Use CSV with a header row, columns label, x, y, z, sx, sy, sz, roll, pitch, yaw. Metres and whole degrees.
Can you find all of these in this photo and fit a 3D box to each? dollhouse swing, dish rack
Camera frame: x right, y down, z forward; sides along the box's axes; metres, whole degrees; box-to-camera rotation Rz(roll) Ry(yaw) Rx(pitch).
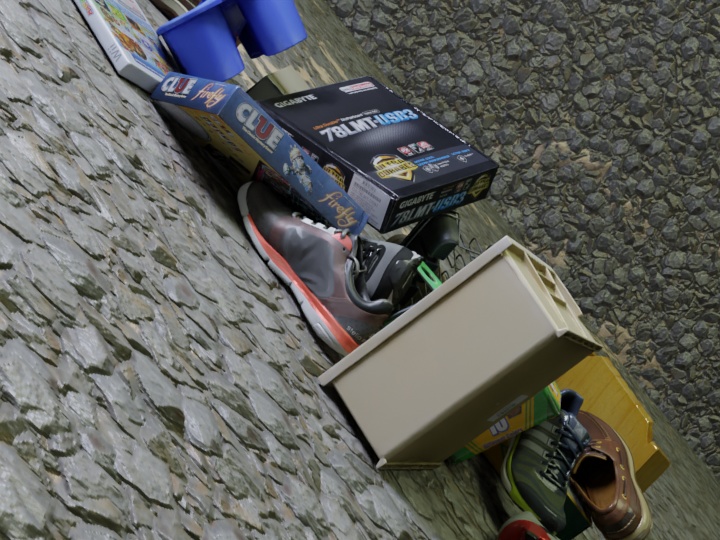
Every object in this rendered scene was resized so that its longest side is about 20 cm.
label,x,y,z,sx,sy,sz,roll,pitch,yaw
dollhouse swing,0.380,0.240,1.872,0.175,0.182,0.201,11,37,-42
dish rack,0.121,0.028,1.405,0.198,0.154,0.055,22,37,-27

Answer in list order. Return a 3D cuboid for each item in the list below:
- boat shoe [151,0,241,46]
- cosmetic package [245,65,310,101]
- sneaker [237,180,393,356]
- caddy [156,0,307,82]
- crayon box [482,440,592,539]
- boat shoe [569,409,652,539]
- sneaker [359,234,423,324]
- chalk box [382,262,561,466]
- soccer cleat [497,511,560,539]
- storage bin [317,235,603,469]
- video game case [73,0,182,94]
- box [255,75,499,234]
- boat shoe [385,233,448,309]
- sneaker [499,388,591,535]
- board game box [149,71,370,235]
label,x,y,z,sx,sy,sz,roll,pitch,yaw
boat shoe,-0.212,-0.342,1.518,0.203,0.075,0.075,48,12,-19
cosmetic package,-0.090,-0.175,1.498,0.104,0.073,0.200,50,11,-7
sneaker,-0.037,-0.016,1.187,0.201,0.082,0.077,53,12,18
caddy,-0.138,-0.260,1.324,0.106,0.140,0.200,63,-8,-13
crayon box,0.182,0.205,1.454,0.201,0.051,0.126,53,11,0
boat shoe,0.266,0.220,1.430,0.068,0.072,0.201,47,15,-31
sneaker,0.000,0.000,1.250,0.079,0.074,0.200,35,-9,-16
chalk box,0.107,0.070,1.290,0.202,0.123,0.124,65,12,0
soccer cleat,0.203,0.307,1.188,0.200,0.069,0.085,48,15,4
storage bin,0.098,0.081,1.124,0.094,0.199,0.198,56,12,18
video game case,-0.241,-0.249,1.266,0.201,0.018,0.143,56,12,22
box,0.015,-0.128,1.345,0.198,0.050,0.199,39,34,24
boat shoe,0.091,0.047,1.552,0.202,0.072,0.066,53,1,6
sneaker,0.193,0.187,1.307,0.074,0.081,0.201,42,26,-20
board game box,-0.095,-0.107,1.218,0.200,0.035,0.135,44,-14,-36
